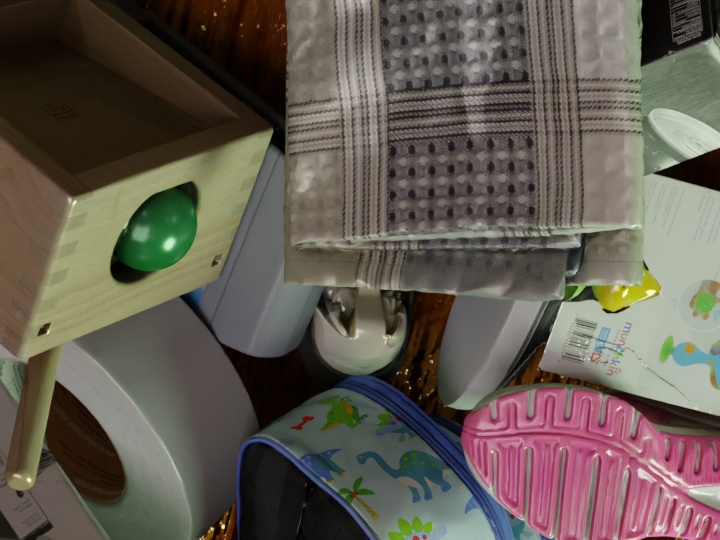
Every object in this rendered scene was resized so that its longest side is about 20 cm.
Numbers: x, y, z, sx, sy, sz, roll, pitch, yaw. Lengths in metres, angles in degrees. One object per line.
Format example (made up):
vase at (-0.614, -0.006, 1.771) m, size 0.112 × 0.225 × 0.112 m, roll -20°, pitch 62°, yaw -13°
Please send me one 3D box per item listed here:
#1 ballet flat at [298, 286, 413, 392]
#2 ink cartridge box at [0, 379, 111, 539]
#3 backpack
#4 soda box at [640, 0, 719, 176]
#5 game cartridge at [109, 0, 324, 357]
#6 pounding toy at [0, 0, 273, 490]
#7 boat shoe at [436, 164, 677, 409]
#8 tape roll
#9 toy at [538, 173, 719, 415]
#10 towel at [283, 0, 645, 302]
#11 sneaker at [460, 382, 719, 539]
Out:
ballet flat at (0.000, 0.000, 1.321) m, size 0.067 × 0.069 × 0.201 m, roll 2°, pitch 120°, yaw -5°
ink cartridge box at (-0.189, 0.171, 1.330) m, size 0.200 × 0.083 × 0.147 m, roll 50°, pitch 155°, yaw 33°
backpack at (0.017, 0.160, 1.332) m, size 0.183 × 0.147 × 0.201 m, roll 38°, pitch 144°, yaw 36°
soda box at (0.097, -0.077, 1.193) m, size 0.199 × 0.064 × 0.071 m, roll -21°, pitch 131°, yaw 25°
game cartridge at (-0.097, -0.048, 1.320) m, size 0.200 × 0.040 × 0.134 m, roll 39°, pitch 128°, yaw 23°
pounding toy at (-0.160, -0.026, 1.234) m, size 0.200 × 0.184 × 0.143 m, roll 38°, pitch 125°, yaw 22°
boat shoe at (0.103, 0.002, 1.293) m, size 0.056 × 0.069 × 0.201 m, roll 15°, pitch 126°, yaw -21°
tape roll at (-0.151, 0.072, 1.374) m, size 0.200 × 0.066 × 0.201 m, roll 30°, pitch 144°, yaw 24°
toy at (0.199, 0.016, 1.260) m, size 0.199 × 0.047 × 0.116 m, roll 13°, pitch 109°, yaw -16°
towel at (0.044, -0.086, 1.149) m, size 0.191 × 0.034 × 0.202 m, roll 0°, pitch 94°, yaw 24°
sneaker at (0.139, 0.103, 1.282) m, size 0.199 × 0.088 × 0.082 m, roll 15°, pitch 95°, yaw -20°
